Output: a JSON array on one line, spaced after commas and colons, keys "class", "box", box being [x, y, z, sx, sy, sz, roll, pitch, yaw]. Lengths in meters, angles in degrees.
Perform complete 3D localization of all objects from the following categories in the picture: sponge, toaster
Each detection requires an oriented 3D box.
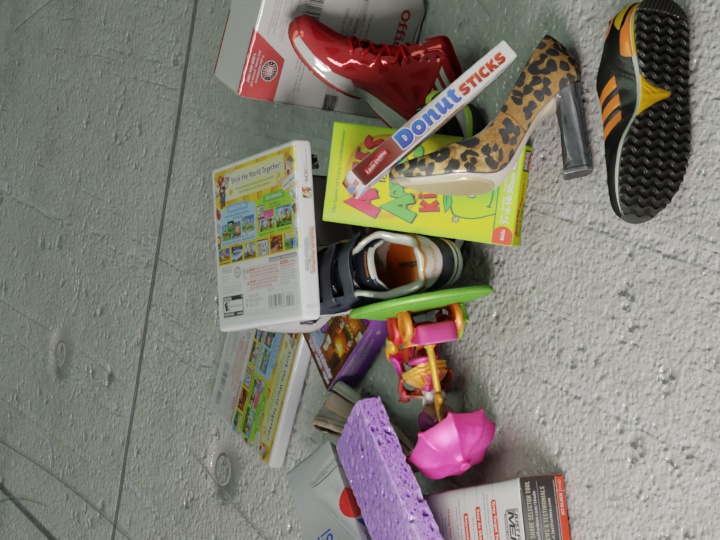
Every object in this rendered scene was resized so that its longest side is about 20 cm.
[{"class": "sponge", "box": [0.032, 0.237, 1.538, 0.112, 0.030, 0.201, 111, 141, -53]}, {"class": "toaster", "box": [-0.071, -0.020, 1.728, 0.200, 0.113, 0.130, -50, 51, 36]}]

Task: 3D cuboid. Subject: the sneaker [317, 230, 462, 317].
[{"class": "sneaker", "box": [0.000, 0.000, 1.568, 0.199, 0.079, 0.079, -14, 81, 28]}]

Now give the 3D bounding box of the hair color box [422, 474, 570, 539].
[{"class": "hair color box", "box": [0.122, 0.265, 1.515, 0.200, 0.061, 0.102, -22, 69, 55]}]

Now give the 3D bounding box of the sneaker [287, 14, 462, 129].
[{"class": "sneaker", "box": [0.028, -0.233, 1.622, 0.116, 0.199, 0.079, -44, 25, 31]}]

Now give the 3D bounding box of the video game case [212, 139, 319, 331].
[{"class": "video game case", "box": [-0.104, -0.033, 1.631, 0.200, 0.023, 0.183, -11, 81, 59]}]

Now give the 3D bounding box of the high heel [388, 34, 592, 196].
[{"class": "high heel", "box": [0.118, -0.149, 1.468, 0.071, 0.198, 0.144, 99, 164, -77]}]

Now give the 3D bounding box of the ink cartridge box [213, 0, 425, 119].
[{"class": "ink cartridge box", "box": [-0.046, -0.260, 1.706, 0.083, 0.199, 0.148, 42, 120, 54]}]

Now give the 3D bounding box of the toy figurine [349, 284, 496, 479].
[{"class": "toy figurine", "box": [0.072, 0.121, 1.570, 0.200, 0.149, 0.185, 152, 109, -76]}]

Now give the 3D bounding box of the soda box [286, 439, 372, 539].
[{"class": "soda box", "box": [-0.019, 0.279, 1.635, 0.068, 0.063, 0.200, -38, 37, 13]}]

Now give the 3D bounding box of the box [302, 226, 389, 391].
[{"class": "box", "box": [-0.029, 0.023, 1.790, 0.137, 0.039, 0.201, -58, 42, 34]}]

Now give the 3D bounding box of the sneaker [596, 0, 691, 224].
[{"class": "sneaker", "box": [0.248, -0.142, 1.377, 0.090, 0.069, 0.202, -175, 90, -71]}]

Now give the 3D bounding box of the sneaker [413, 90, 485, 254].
[{"class": "sneaker", "box": [0.070, -0.089, 1.614, 0.072, 0.082, 0.202, 19, 103, 56]}]

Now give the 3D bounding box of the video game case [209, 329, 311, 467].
[{"class": "video game case", "box": [-0.125, 0.121, 1.942, 0.182, 0.023, 0.201, 35, 114, 53]}]

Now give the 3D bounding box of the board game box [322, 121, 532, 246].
[{"class": "board game box", "box": [0.067, -0.088, 1.544, 0.199, 0.048, 0.102, 8, 95, 15]}]

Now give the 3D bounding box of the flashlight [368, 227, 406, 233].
[{"class": "flashlight", "box": [0.014, -0.067, 1.684, 0.068, 0.067, 0.201, 65, -168, -53]}]

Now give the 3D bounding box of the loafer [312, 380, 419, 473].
[{"class": "loafer", "box": [0.009, 0.186, 1.675, 0.063, 0.072, 0.200, -46, 30, -6]}]

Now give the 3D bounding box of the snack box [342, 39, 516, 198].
[{"class": "snack box", "box": [0.067, -0.145, 1.481, 0.024, 0.200, 0.072, 49, 170, 0]}]
